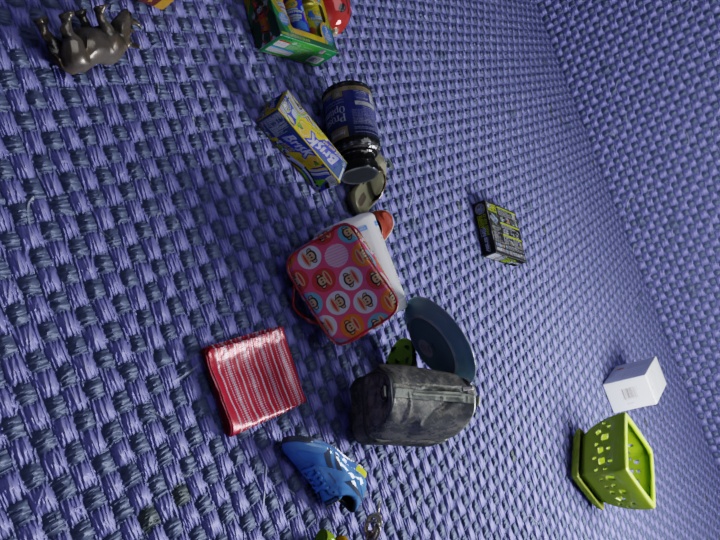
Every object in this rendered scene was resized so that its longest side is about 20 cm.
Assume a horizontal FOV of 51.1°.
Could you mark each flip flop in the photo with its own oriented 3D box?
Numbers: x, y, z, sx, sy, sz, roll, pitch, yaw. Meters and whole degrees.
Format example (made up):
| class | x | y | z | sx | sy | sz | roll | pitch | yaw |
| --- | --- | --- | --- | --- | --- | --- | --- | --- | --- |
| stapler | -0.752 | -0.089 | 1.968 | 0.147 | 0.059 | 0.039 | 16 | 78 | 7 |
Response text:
| class | x | y | z | sx | sy | sz | roll | pitch | yaw |
| --- | --- | --- | --- | --- | --- | --- | --- | --- | --- |
| flip flop | 0.026 | -0.194 | 1.681 | 0.081 | 0.057 | 0.201 | 53 | 37 | -22 |

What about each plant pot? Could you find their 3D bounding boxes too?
| class | x | y | z | sx | sy | sz | roll | pitch | yaw |
| --- | --- | --- | --- | --- | --- | --- | --- | --- | --- |
| plant pot | 0.709 | 0.551 | 2.138 | 0.199 | 0.180 | 0.201 | 49 | 39 | -26 |

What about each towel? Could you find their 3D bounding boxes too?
| class | x | y | z | sx | sy | sz | roll | pitch | yaw |
| --- | --- | --- | --- | --- | --- | --- | --- | --- | --- |
| towel | -0.171 | 0.176 | 1.239 | 0.199 | 0.022 | 0.146 | -14 | 85 | -56 |

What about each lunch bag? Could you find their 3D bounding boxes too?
| class | x | y | z | sx | sy | sz | roll | pitch | yaw |
| --- | --- | --- | --- | --- | --- | --- | --- | --- | --- |
| lunch bag | 0.100 | 0.247 | 1.397 | 0.198 | 0.168 | 0.141 | 9 | 68 | -24 |
| lunch bag | -0.041 | 0.032 | 1.373 | 0.201 | 0.175 | 0.082 | 59 | 4 | 1 |

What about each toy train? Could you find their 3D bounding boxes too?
| class | x | y | z | sx | sy | sz | roll | pitch | yaw |
| --- | --- | --- | --- | --- | --- | --- | --- | --- | --- |
| toy train | -0.028 | 0.458 | 1.248 | 0.115 | 0.084 | 0.201 | 33 | 47 | -24 |

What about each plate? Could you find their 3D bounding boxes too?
| class | x | y | z | sx | sy | sz | roll | pitch | yaw |
| --- | --- | --- | --- | --- | --- | --- | --- | --- | --- |
| plate | 0.145 | 0.143 | 1.459 | 0.025 | 0.200 | 0.201 | -32 | 101 | -25 |

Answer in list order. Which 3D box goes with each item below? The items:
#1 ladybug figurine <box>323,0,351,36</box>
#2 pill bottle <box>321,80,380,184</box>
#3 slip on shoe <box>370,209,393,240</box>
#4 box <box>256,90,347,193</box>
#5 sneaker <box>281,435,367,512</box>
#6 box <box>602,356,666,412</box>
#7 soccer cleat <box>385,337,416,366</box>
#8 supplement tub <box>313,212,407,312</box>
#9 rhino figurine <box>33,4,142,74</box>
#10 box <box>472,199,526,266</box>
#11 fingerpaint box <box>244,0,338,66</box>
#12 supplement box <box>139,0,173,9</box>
| class | x | y | z | sx | sy | sz | roll | pitch | yaw |
| --- | --- | --- | --- | --- | --- | --- | --- | --- | --- |
| ladybug figurine | -0.069 | -0.638 | 1.749 | 0.136 | 0.071 | 0.202 | 20 | 55 | -68 |
| pill bottle | -0.017 | -0.296 | 1.626 | 0.111 | 0.111 | 0.202 | 13 | 62 | -51 |
| slip on shoe | 0.027 | -0.088 | 1.624 | 0.200 | 0.061 | 0.075 | -31 | 97 | -57 |
| box | -0.114 | -0.255 | 1.510 | 0.200 | 0.064 | 0.070 | 49 | 39 | -29 |
| sneaker | -0.060 | 0.344 | 1.267 | 0.200 | 0.066 | 0.079 | 42 | 46 | -35 |
| box | 0.938 | 0.388 | 2.573 | 0.199 | 0.151 | 0.107 | -22 | 90 | -56 |
| soccer cleat | 0.089 | 0.241 | 1.542 | 0.081 | 0.067 | 0.202 | 37 | 51 | -52 |
| supplement tub | 0.000 | 0.000 | 1.476 | 0.132 | 0.131 | 0.202 | -20 | 89 | -56 |
| rhino figurine | -0.403 | -0.358 | 1.157 | 0.200 | 0.059 | 0.088 | -46 | 129 | -55 |
| box | 0.404 | -0.105 | 2.180 | 0.199 | 0.044 | 0.162 | 12 | 63 | -52 |
| fingerpaint box | -0.150 | -0.541 | 1.603 | 0.199 | 0.073 | 0.169 | -4 | 75 | -55 |
| supplement box | -0.379 | -0.581 | 1.248 | 0.196 | 0.132 | 0.202 | 5 | 69 | -54 |
